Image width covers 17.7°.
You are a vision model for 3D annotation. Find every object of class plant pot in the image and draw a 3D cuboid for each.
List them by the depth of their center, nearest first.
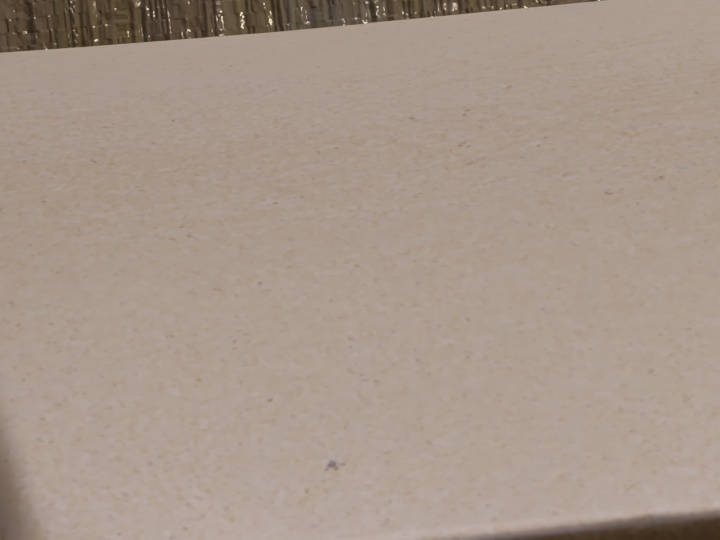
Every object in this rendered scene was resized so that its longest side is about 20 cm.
[{"bbox_3d":[0.017,0.073,0.410,0.199,0.201,0.177,-5,19,-1],"label":"plant pot"}]
